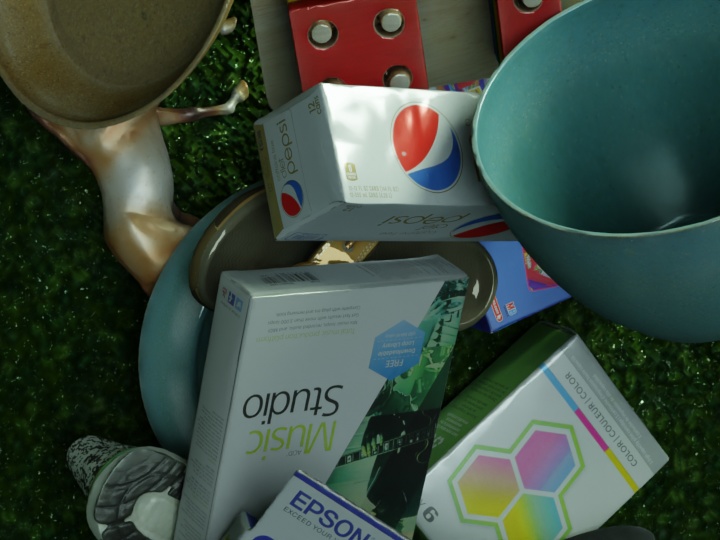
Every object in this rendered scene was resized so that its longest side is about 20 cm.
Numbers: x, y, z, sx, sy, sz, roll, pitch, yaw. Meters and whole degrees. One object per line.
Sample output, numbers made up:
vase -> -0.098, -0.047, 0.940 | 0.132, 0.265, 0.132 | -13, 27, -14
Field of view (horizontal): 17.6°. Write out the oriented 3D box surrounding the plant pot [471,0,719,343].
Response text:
plant pot -> 0.170, -0.041, 1.218 | 0.199, 0.200, 0.135 | -32, 132, -12

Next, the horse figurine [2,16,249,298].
horse figurine -> -0.110, -0.052, 1.318 | 0.132, 0.050, 0.201 | -20, 97, -22

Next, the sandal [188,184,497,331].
sandal -> 0.000, 0.000, 1.288 | 0.199, 0.054, 0.081 | 10, 100, -31

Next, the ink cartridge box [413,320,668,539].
ink cartridge box -> 0.075, 0.136, 1.380 | 0.200, 0.059, 0.104 | -41, 108, -10

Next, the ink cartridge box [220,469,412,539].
ink cartridge box -> -0.009, 0.217, 1.238 | 0.197, 0.047, 0.200 | 33, 110, -13

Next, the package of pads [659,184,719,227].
package of pads -> 0.253, -0.014, 1.378 | 0.120, 0.076, 0.200 | -38, 127, -1

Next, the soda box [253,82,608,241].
soda box -> 0.040, -0.056, 1.262 | 0.199, 0.064, 0.069 | 0, 72, -42

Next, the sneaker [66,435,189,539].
sneaker -> -0.094, 0.144, 1.325 | 0.077, 0.089, 0.200 | -49, 131, -4

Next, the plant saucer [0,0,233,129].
plant saucer -> -0.127, -0.174, 1.252 | 0.035, 0.199, 0.202 | 8, 92, -52

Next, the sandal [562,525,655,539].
sandal -> 0.075, 0.176, 1.319 | 0.199, 0.076, 0.043 | -18, 104, -23

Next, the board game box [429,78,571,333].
board game box -> 0.096, -0.082, 1.382 | 0.134, 0.045, 0.201 | -22, 100, -15

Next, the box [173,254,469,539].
box -> -0.024, 0.092, 1.263 | 0.144, 0.036, 0.201 | -5, 118, -34

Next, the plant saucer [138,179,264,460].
plant saucer -> -0.031, 0.044, 1.332 | 0.199, 0.027, 0.202 | -9, 109, -26

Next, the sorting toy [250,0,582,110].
sorting toy -> 0.034, -0.182, 1.255 | 0.198, 0.070, 0.200 | -9, 120, -1
